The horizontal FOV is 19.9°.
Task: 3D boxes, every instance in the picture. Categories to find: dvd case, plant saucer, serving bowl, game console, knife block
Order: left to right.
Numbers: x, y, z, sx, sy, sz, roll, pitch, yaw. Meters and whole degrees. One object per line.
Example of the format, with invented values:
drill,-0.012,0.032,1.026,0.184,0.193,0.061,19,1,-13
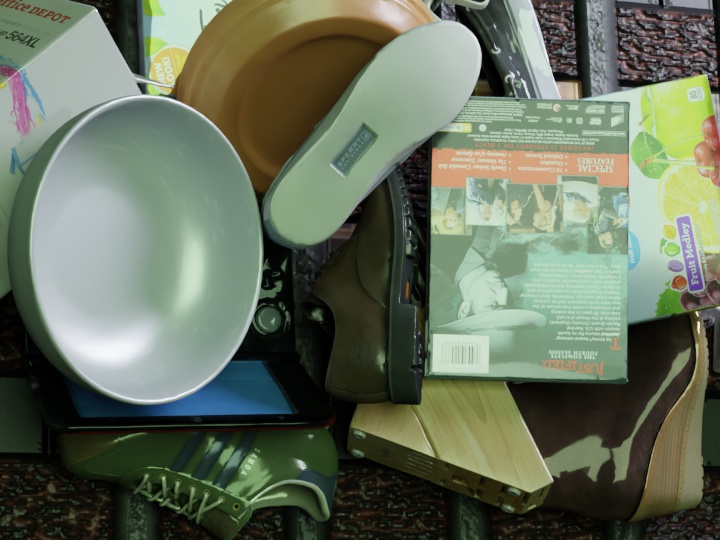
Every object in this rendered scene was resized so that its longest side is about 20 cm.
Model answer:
serving bowl,-0.156,-0.013,1.336,0.200,0.066,0.201,1,89,-48
game console,-0.128,0.032,1.416,0.199,0.119,0.173,1,79,-18
plant saucer,-0.030,-0.122,1.456,0.199,0.201,0.038,-4,39,-19
knife block,0.063,0.061,1.477,0.199,0.064,0.176,20,70,5
dvd case,0.117,-0.022,1.443,0.145,0.022,0.201,1,82,-2

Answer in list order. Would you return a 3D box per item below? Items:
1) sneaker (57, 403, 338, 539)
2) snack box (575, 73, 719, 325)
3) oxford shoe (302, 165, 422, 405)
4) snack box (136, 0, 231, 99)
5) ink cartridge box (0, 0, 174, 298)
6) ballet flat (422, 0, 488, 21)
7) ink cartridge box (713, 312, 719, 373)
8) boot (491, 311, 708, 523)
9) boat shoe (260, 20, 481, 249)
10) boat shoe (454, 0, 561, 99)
sneaker,-0.106,0.145,1.423,0.199,0.067,0.090,-4,73,-22
snack box,0.168,-0.040,1.496,0.199,0.068,0.169,-12,89,-2
oxford shoe,0.000,0.000,1.427,0.084,0.073,0.201,-3,56,8
snack box,-0.095,-0.221,1.510,0.142,0.053,0.201,-2,82,-10
ink cartridge box,-0.237,-0.095,1.384,0.200,0.128,0.125,-43,127,-23
ballet flat,0.057,-0.205,1.543,0.074,0.074,0.200,37,86,-6
ink cartridge box,0.385,0.060,1.583,0.199,0.109,0.051,9,74,-16
boot,0.172,0.087,1.527,0.166,0.072,0.201,3,74,-15
boat shoe,0.000,-0.095,1.416,0.070,0.071,0.201,46,77,-12
boat shoe,0.118,-0.124,1.568,0.066,0.070,0.201,-15,84,-3
